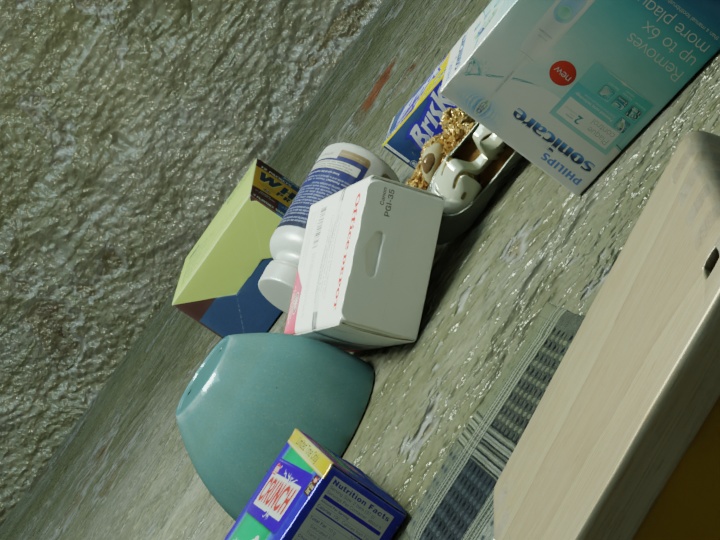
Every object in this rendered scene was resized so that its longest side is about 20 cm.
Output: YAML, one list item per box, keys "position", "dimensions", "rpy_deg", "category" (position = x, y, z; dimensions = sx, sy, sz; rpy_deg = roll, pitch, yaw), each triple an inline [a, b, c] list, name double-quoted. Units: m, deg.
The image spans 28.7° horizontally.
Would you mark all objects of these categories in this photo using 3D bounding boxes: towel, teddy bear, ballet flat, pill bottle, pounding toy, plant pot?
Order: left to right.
- position: [-0.099, 0.138, 1.365]
  dimensions: [0.200, 0.134, 0.200]
  rpy_deg: [-51, 13, 16]
  category: "plant pot"
- position: [-0.040, -0.045, 1.691]
  dimensions: [0.201, 0.111, 0.111]
  rpy_deg: [-60, 13, -24]
  category: "pill bottle"
- position: [0.081, -0.105, 1.480]
  dimensions: [0.145, 0.067, 0.200]
  rpy_deg: [-55, 11, 13]
  category: "teddy bear"
- position: [0.111, -0.109, 1.341]
  dimensions: [0.200, 0.067, 0.064]
  rpy_deg: [-49, -28, 18]
  category: "ballet flat"
- position: [0.104, 0.115, 0.892]
  dimensions: [0.201, 0.034, 0.193]
  rpy_deg: [-58, 9, 0]
  category: "towel"
- position: [0.168, 0.072, 0.427]
  dimensions: [0.142, 0.199, 0.185]
  rpy_deg: [-80, 13, -64]
  category: "pounding toy"

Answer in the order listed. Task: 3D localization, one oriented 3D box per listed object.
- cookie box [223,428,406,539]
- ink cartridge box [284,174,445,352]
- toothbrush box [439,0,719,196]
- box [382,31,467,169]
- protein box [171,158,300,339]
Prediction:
- position: [-0.064, 0.236, 1.101]
  dimensions: [0.201, 0.075, 0.171]
  rpy_deg: [-56, 11, -5]
  category: "cookie box"
- position: [0.000, 0.000, 1.385]
  dimensions: [0.200, 0.082, 0.148]
  rpy_deg: [164, 120, -71]
  category: "ink cartridge box"
- position: [0.179, -0.183, 1.105]
  dimensions: [0.200, 0.146, 0.086]
  rpy_deg: [-47, 14, 32]
  category: "toothbrush box"
- position: [0.110, -0.208, 1.653]
  dimensions: [0.200, 0.064, 0.070]
  rpy_deg: [-48, 13, 35]
  category: "box"
- position: [-0.154, -0.023, 2.031]
  dimensions: [0.199, 0.134, 0.200]
  rpy_deg: [-53, 12, 14]
  category: "protein box"
